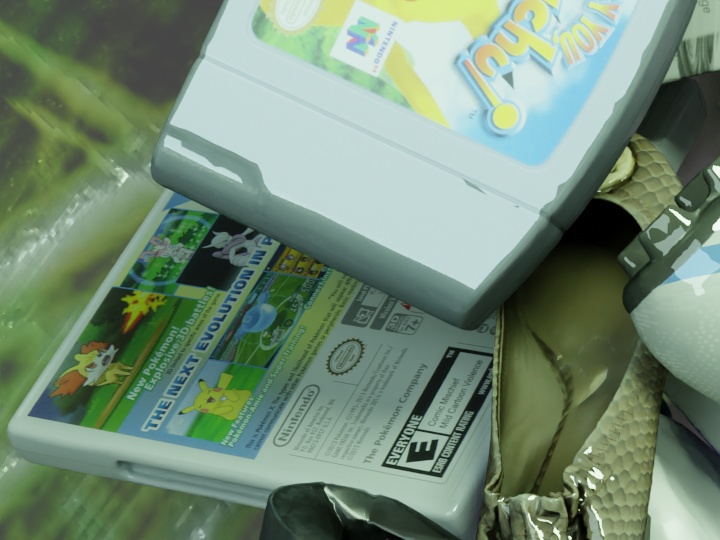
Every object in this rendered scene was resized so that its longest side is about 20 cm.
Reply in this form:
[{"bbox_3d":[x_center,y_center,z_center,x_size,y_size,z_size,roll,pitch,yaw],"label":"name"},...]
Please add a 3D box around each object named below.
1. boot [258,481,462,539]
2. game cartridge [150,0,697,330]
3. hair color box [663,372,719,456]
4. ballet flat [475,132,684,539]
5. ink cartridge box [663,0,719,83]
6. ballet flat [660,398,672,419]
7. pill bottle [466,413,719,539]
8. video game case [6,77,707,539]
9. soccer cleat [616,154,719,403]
[{"bbox_3d":[-0.042,0.147,0.875,0.165,0.066,0.200,20,126,2],"label":"boot"},{"bbox_3d":[0.034,-0.091,0.916,0.133,0.040,0.200,25,89,12],"label":"game cartridge"},{"bbox_3d":[0.188,0.055,0.924,0.109,0.065,0.200,-47,57,11],"label":"hair color box"},{"bbox_3d":[0.064,0.025,0.909,0.067,0.046,0.200,-14,44,27],"label":"ballet flat"},{"bbox_3d":[0.111,-0.127,0.973,0.200,0.067,0.116,-12,102,11],"label":"ink cartridge box"},{"bbox_3d":[0.011,0.058,1.021,0.200,0.073,0.073,11,83,36],"label":"ballet flat"},{"bbox_3d":[0.046,0.144,0.955,0.200,0.112,0.112,-39,61,16],"label":"pill bottle"},{"bbox_3d":[0.000,0.000,1.018,0.182,0.022,0.200,8,52,32],"label":"video game case"},{"bbox_3d":[0.167,-0.033,0.896,0.200,0.070,0.086,-44,89,-9],"label":"soccer cleat"}]
